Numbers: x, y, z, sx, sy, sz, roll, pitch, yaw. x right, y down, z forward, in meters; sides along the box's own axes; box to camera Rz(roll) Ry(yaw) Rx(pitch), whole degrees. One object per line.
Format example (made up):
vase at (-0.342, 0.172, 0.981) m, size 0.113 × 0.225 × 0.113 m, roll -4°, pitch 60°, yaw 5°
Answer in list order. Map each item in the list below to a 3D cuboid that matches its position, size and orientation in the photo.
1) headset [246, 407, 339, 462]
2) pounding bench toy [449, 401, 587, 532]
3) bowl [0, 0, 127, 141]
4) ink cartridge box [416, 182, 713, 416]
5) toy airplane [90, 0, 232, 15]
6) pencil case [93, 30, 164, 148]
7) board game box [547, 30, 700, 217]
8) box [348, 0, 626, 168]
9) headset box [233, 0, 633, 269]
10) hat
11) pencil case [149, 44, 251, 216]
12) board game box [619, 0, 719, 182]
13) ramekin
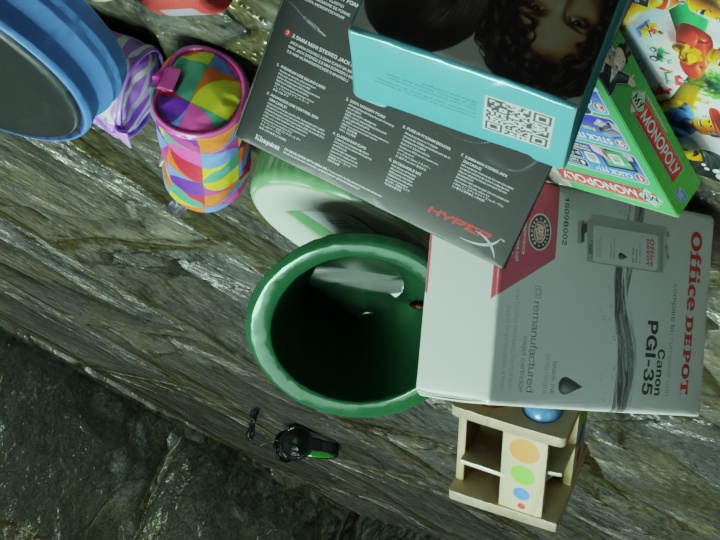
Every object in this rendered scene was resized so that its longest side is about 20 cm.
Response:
headset at (-0.139, 0.345, 2.508) m, size 0.197 × 0.095 × 0.123 m, roll 12°, pitch 163°, yaw -16°
pounding bench toy at (0.188, 0.143, 1.325) m, size 0.123 × 0.200 × 0.158 m, roll 14°, pitch 130°, yaw 20°
bowl at (-0.222, -0.132, 0.644) m, size 0.198 × 0.040 × 0.201 m, roll 21°, pitch 163°, yaw 6°
ink cartridge box at (0.144, 0.020, 0.833) m, size 0.198 × 0.149 × 0.082 m, roll 7°, pitch 177°, yaw -33°
toy airplane at (-0.123, -0.205, 0.608) m, size 0.197 × 0.143 × 0.199 m, roll 22°, pitch 153°, yaw -23°
pencil case at (-0.260, -0.173, 1.004) m, size 0.198 × 0.086 × 0.084 m, roll 18°, pitch 152°, yaw 13°
board game box at (0.096, -0.104, 0.735) m, size 0.199 × 0.029 × 0.135 m, roll 23°, pitch 162°, yaw 47°
box at (0.069, -0.145, 0.431) m, size 0.081 × 0.202 × 0.049 m, roll 20°, pitch 164°, yaw 9°
headset box at (0.047, -0.127, 0.566) m, size 0.147 × 0.202 × 0.077 m, roll 25°, pitch -156°, yaw 5°
hat at (0.000, 0.000, 0.951) m, size 0.164 × 0.177 × 0.200 m, roll 31°, pitch 125°, yaw -17°
pencil case at (-0.135, -0.113, 1.025) m, size 0.087 × 0.089 × 0.200 m, roll 23°, pitch 162°, yaw -1°
board game box at (0.185, -0.113, 0.662) m, size 0.125 × 0.035 × 0.200 m, roll 21°, pitch 163°, yaw 14°
ramekin at (0.011, -0.065, 0.938) m, size 0.198 × 0.099 × 0.200 m, roll 22°, pitch 164°, yaw 7°
